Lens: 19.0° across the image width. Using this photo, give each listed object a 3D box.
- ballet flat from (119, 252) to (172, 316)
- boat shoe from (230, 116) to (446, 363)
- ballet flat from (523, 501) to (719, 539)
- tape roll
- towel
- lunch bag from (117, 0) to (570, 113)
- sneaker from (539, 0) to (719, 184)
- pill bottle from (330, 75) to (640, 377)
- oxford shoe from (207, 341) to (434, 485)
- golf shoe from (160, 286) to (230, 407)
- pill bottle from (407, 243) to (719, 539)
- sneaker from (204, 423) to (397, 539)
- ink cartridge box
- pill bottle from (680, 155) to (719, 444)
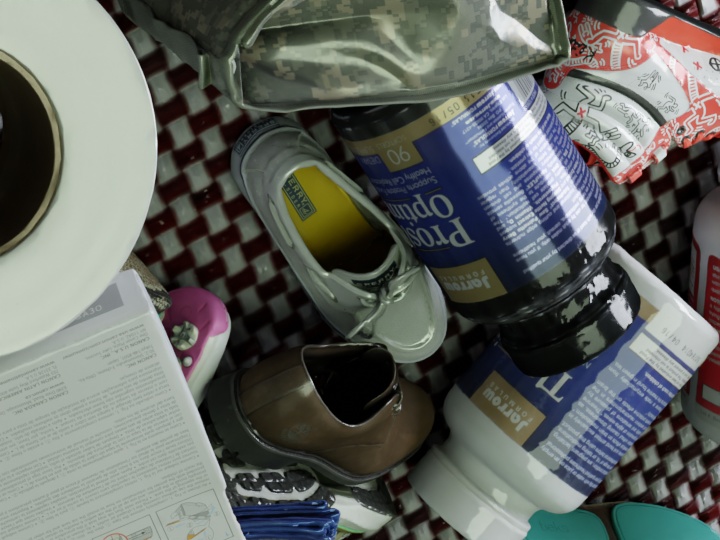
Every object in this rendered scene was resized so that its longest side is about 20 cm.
[{"bbox_3d":[-0.193,-0.013,1.178,0.200,0.068,0.075,3,105,-25],"label":"ballet flat"},{"bbox_3d":[0.003,-0.004,1.269,0.075,0.086,0.202,-38,126,-5],"label":"boat shoe"},{"bbox_3d":[0.162,0.196,1.486,0.200,0.071,0.065,12,136,-30],"label":"ballet flat"},{"bbox_3d":[-0.213,-0.063,1.058,0.202,0.139,0.203,-3,99,-19],"label":"tape roll"},{"bbox_3d":[-0.087,0.185,1.276,0.144,0.024,0.200,-3,153,-5],"label":"towel"},{"bbox_3d":[-0.017,-0.155,1.128,0.200,0.164,0.118,-18,120,-20],"label":"lunch bag"},{"bbox_3d":[0.198,-0.100,1.335,0.201,0.067,0.108,19,105,-30],"label":"sneaker"},{"bbox_3d":[0.079,-0.041,1.245,0.112,0.112,0.200,-36,109,-7],"label":"pill bottle"},{"bbox_3d":[0.000,0.081,1.283,0.084,0.073,0.200,-29,163,25],"label":"oxford shoe"},{"bbox_3d":[-0.132,0.098,1.272,0.200,0.075,0.091,-54,142,9],"label":"golf shoe"},{"bbox_3d":[0.123,0.082,1.363,0.200,0.111,0.111,-50,127,3],"label":"pill bottle"},{"bbox_3d":[-0.058,0.149,1.306,0.089,0.077,0.200,-44,149,19],"label":"sneaker"},{"bbox_3d":[-0.157,0.112,1.139,0.161,0.050,0.200,-23,128,-5],"label":"ink cartridge box"},{"bbox_3d":[0.270,0.010,1.402,0.112,0.112,0.200,-13,121,-22],"label":"pill bottle"}]
